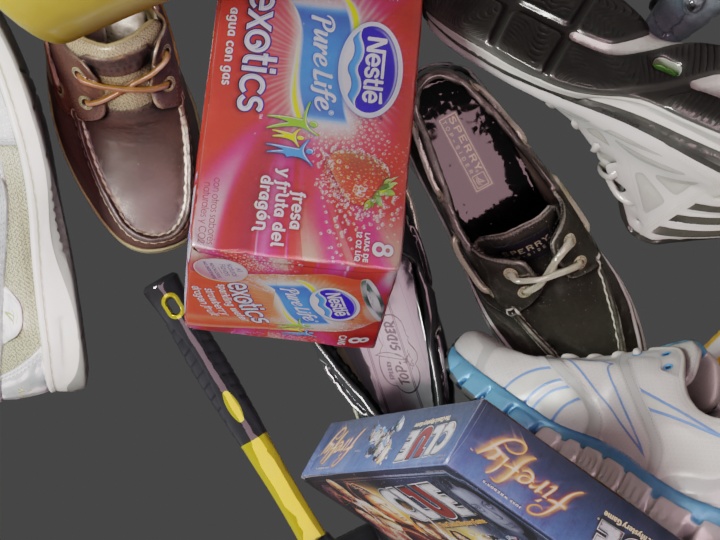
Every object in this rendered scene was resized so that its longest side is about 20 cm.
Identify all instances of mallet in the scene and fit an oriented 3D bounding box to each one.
[{"bbox_3d":[-0.041,0.087,1.115,0.066,0.041,0.200,-24,92,-1],"label":"mallet"}]

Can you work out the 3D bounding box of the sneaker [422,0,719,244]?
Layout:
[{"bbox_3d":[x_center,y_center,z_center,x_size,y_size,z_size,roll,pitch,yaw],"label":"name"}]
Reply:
[{"bbox_3d":[0.113,-0.070,1.072,0.200,0.115,0.076,25,51,9],"label":"sneaker"}]

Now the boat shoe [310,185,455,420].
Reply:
[{"bbox_3d":[-0.002,0.001,1.091,0.074,0.066,0.200,-15,95,0],"label":"boat shoe"}]

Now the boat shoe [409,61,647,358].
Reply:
[{"bbox_3d":[0.078,-0.012,1.095,0.071,0.064,0.200,-34,96,0],"label":"boat shoe"}]

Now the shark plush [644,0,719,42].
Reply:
[{"bbox_3d":[0.175,-0.164,1.058,0.200,0.083,0.091,-35,96,34],"label":"shark plush"}]

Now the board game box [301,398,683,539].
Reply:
[{"bbox_3d":[0.063,0.115,1.016,0.135,0.200,0.035,36,74,-11],"label":"board game box"}]

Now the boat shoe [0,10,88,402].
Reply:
[{"bbox_3d":[-0.179,-0.035,1.078,0.065,0.074,0.202,-11,102,-6],"label":"boat shoe"}]

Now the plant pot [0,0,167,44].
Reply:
[{"bbox_3d":[-0.087,-0.198,0.935,0.189,0.201,0.201,-33,96,14],"label":"plant pot"}]

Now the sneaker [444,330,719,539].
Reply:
[{"bbox_3d":[0.124,0.064,1.042,0.075,0.200,0.087,36,87,-47],"label":"sneaker"}]

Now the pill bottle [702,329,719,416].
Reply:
[{"bbox_3d":[0.215,0.070,1.084,0.113,0.113,0.200,44,91,-5],"label":"pill bottle"}]

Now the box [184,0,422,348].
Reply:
[{"bbox_3d":[-0.025,-0.076,1.028,0.095,0.100,0.200,7,66,-4],"label":"box"}]

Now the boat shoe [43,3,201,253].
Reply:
[{"bbox_3d":[-0.122,-0.104,1.073,0.072,0.072,0.200,-11,95,-1],"label":"boat shoe"}]
